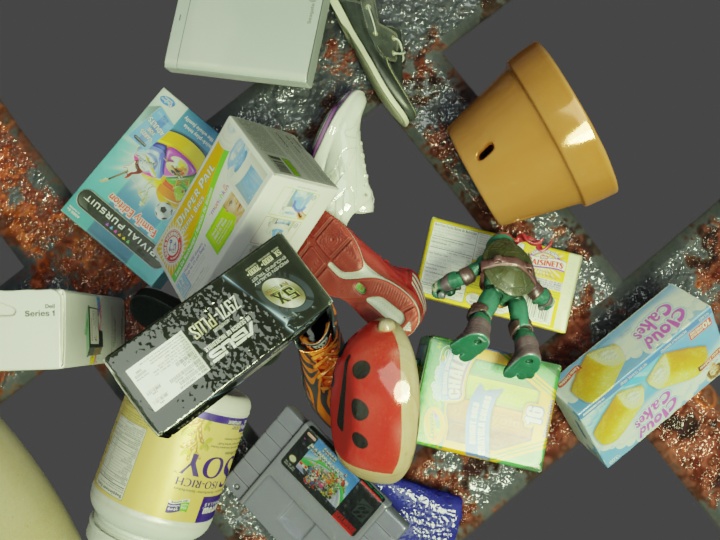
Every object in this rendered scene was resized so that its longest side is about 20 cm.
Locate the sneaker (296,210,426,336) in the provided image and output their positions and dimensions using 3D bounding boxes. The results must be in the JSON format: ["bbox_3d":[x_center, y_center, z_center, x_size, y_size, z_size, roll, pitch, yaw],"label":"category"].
[{"bbox_3d":[0.000,0.000,0.903,0.078,0.115,0.200,-44,81,15],"label":"sneaker"}]

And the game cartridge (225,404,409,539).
[{"bbox_3d":[-0.053,0.271,0.869,0.200,0.038,0.130,42,99,15],"label":"game cartridge"}]

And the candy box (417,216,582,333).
[{"bbox_3d":[0.174,0.007,0.943,0.198,0.026,0.103,15,83,0],"label":"candy box"}]

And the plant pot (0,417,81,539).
[{"bbox_3d":[-0.430,0.286,0.851,0.187,0.187,0.200,-45,101,-4],"label":"plant pot"}]

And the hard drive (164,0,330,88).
[{"bbox_3d":[-0.144,-0.307,0.938,0.198,0.027,0.133,10,85,15],"label":"hard drive"}]

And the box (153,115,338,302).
[{"bbox_3d":[-0.136,-0.055,0.851,0.201,0.101,0.113,-54,54,23],"label":"box"}]

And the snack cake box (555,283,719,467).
[{"bbox_3d":[0.335,0.126,0.890,0.199,0.067,0.115,-39,123,-3],"label":"snack cake box"}]

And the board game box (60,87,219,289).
[{"bbox_3d":[-0.251,-0.102,0.936,0.151,0.047,0.201,39,86,2],"label":"board game box"}]

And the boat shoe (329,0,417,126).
[{"bbox_3d":[0.027,-0.280,0.940,0.067,0.072,0.201,-26,84,1],"label":"boat shoe"}]

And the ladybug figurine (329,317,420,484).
[{"bbox_3d":[0.011,0.145,0.815,0.071,0.136,0.202,-5,111,-24],"label":"ladybug figurine"}]

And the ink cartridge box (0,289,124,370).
[{"bbox_3d":[-0.370,0.069,0.844,0.143,0.200,0.085,-2,85,-1],"label":"ink cartridge box"}]

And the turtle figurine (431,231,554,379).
[{"bbox_3d":[0.157,0.022,0.845,0.148,0.101,0.201,8,44,3],"label":"turtle figurine"}]

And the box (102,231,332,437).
[{"bbox_3d":[-0.139,0.071,0.738,0.199,0.164,0.086,-37,87,-18],"label":"box"}]

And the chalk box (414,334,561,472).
[{"bbox_3d":[0.117,0.149,0.883,0.198,0.124,0.126,12,85,0],"label":"chalk box"}]

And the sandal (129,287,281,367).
[{"bbox_3d":[-0.195,0.083,0.908,0.198,0.076,0.048,17,42,7],"label":"sandal"}]

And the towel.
[{"bbox_3d":[0.015,0.317,0.909,0.198,0.050,0.149,17,89,2],"label":"towel"}]

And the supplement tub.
[{"bbox_3d":[-0.225,0.222,0.862,0.144,0.145,0.202,19,86,1],"label":"supplement tub"}]

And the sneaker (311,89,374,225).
[{"bbox_3d":[-0.020,-0.125,0.936,0.099,0.075,0.202,18,92,-9],"label":"sneaker"}]

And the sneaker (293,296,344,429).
[{"bbox_3d":[-0.047,0.107,0.889,0.077,0.112,0.202,-22,86,-2],"label":"sneaker"}]

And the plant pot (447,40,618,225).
[{"bbox_3d":[0.195,-0.148,0.884,0.139,0.200,0.201,-28,86,13],"label":"plant pot"}]
